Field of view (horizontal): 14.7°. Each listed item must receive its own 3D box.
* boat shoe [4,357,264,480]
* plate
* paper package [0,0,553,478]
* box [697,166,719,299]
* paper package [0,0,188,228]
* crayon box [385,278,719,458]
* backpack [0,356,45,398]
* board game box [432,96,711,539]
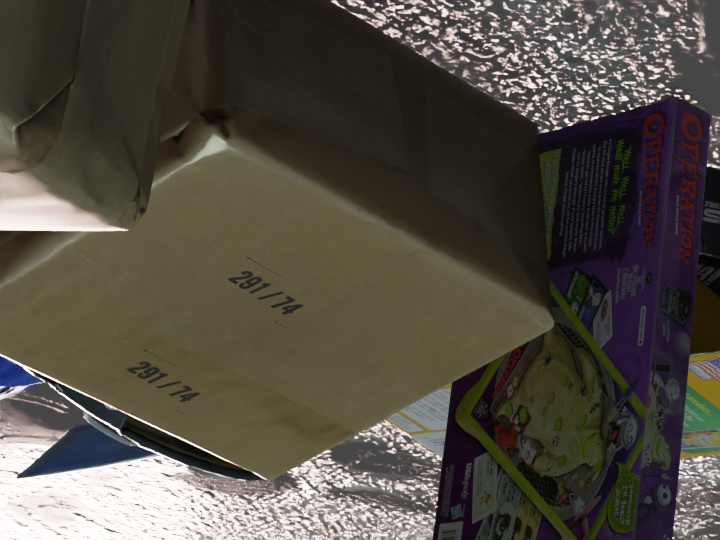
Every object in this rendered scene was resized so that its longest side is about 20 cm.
[{"bbox_3d":[-0.101,0.041,1.278,0.200,0.076,0.060,26,-163,-45],"label":"boat shoe"},{"bbox_3d":[-0.087,0.083,1.488,0.200,0.026,0.200,-11,177,-1],"label":"plate"},{"bbox_3d":[-0.050,-0.020,1.154,0.190,0.104,0.200,-30,139,35],"label":"paper package"},{"bbox_3d":[0.202,0.018,1.333,0.160,0.044,0.200,12,160,-10],"label":"box"},{"bbox_3d":[-0.158,-0.112,0.891,0.200,0.191,0.103,2,159,21],"label":"paper package"},{"bbox_3d":[0.112,0.047,1.297,0.200,0.052,0.126,-8,153,32],"label":"crayon box"},{"bbox_3d":[-0.233,0.002,1.302,0.162,0.168,0.200,0,166,38],"label":"backpack"},{"bbox_3d":[0.090,0.033,1.189,0.032,0.200,0.120,21,158,-34],"label":"board game box"}]
